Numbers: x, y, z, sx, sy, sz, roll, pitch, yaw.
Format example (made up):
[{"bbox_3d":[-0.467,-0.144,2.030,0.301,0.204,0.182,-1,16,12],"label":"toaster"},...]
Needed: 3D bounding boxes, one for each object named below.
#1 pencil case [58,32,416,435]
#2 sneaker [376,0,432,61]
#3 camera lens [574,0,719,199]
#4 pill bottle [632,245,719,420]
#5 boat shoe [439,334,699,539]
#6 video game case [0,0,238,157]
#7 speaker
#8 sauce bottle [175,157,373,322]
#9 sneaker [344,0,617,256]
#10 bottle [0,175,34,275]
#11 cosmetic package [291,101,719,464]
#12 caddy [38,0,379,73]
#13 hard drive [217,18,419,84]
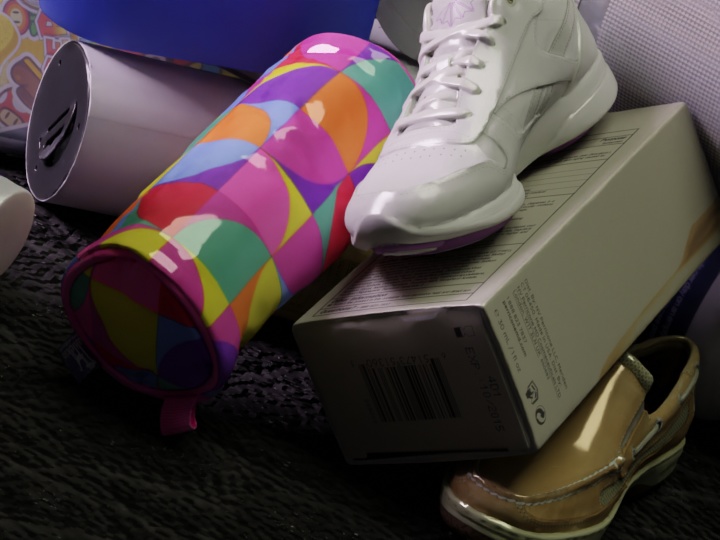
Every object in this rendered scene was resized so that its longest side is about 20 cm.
[{"bbox_3d":[-0.047,-0.022,1.049,0.088,0.088,0.200,28,47,14],"label":"pencil case"},{"bbox_3d":[0.018,-0.205,1.267,0.073,0.085,0.200,-11,57,-37],"label":"sneaker"},{"bbox_3d":[0.177,-0.121,1.172,0.200,0.160,0.160,33,23,26],"label":"camera lens"},{"bbox_3d":[0.167,0.005,1.237,0.200,0.120,0.120,33,23,26],"label":"pill bottle"},{"bbox_3d":[0.097,0.066,1.076,0.072,0.076,0.200,30,23,16],"label":"boat shoe"},{"bbox_3d":[-0.109,-0.145,1.261,0.182,0.200,0.023,11,-16,-28],"label":"video game case"},{"bbox_3d":[-0.060,-0.054,1.207,0.200,0.081,0.081,11,23,-27],"label":"speaker"},{"bbox_3d":[0.000,0.000,1.159,0.200,0.066,0.066,15,22,-20],"label":"sauce bottle"},{"bbox_3d":[0.040,-0.074,1.053,0.075,0.100,0.200,-8,24,32],"label":"sneaker"},{"bbox_3d":[-0.234,-0.059,1.062,0.200,0.065,0.084,29,20,17],"label":"bottle"},{"bbox_3d":[0.070,0.003,1.074,0.105,0.071,0.200,-6,23,39],"label":"cosmetic package"},{"bbox_3d":[-0.066,-0.174,1.167,0.200,0.105,0.141,9,35,3],"label":"caddy"},{"bbox_3d":[0.023,-0.096,1.254,0.132,0.027,0.200,28,17,27],"label":"hard drive"}]
